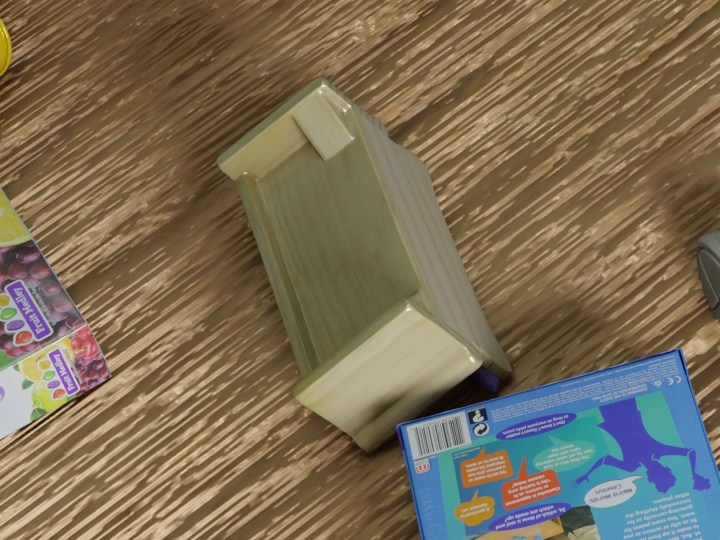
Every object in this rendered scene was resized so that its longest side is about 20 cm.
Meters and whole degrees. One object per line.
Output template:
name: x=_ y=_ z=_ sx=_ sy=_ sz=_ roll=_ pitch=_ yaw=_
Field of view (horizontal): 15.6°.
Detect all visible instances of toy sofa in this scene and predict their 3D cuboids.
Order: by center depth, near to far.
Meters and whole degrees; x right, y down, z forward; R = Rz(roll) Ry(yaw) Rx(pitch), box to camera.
toy sofa: x=0.000 y=0.000 z=1.416 sx=0.083 sy=0.098 sz=0.200 roll=-38 pitch=44 yaw=17

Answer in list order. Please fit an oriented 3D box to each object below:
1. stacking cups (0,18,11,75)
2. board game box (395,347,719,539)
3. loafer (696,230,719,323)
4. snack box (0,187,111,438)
stacking cups: x=-0.285 y=-0.100 z=1.553 sx=0.060 sy=0.061 sz=0.200 roll=10 pitch=32 yaw=25
board game box: x=0.108 y=0.142 z=1.265 sx=0.151 sy=0.045 sz=0.200 roll=-15 pitch=46 yaw=4
loafer: x=0.235 y=0.040 z=1.304 sx=0.063 sy=0.072 sz=0.200 roll=-19 pitch=43 yaw=-10
snack box: x=-0.246 y=0.020 z=1.484 sx=0.142 sy=0.053 sz=0.200 roll=-30 pitch=46 yaw=-9
